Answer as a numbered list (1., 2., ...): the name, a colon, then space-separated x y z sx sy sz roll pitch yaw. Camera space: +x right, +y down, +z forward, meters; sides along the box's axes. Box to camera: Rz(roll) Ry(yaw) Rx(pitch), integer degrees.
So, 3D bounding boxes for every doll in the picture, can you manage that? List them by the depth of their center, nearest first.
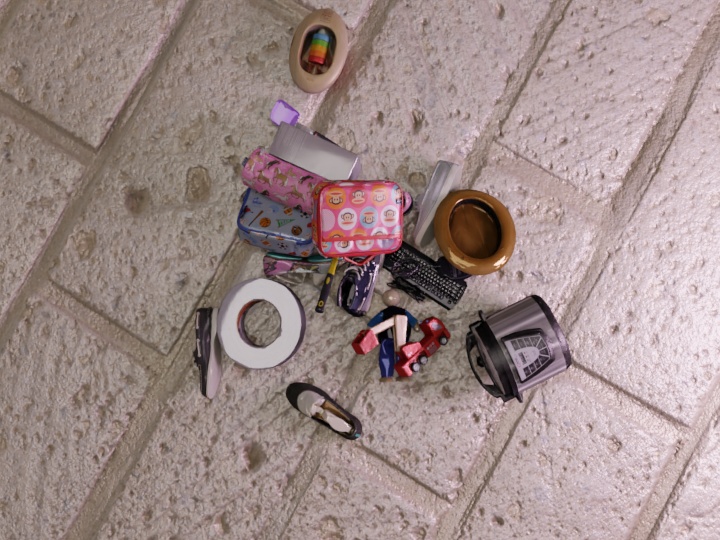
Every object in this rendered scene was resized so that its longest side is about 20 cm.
1. doll: 0.069 0.145 1.513 0.132 0.048 0.206 1 83 -11

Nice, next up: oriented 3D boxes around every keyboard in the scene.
1. keyboard: 0.137 0.019 1.525 0.197 0.040 0.106 32 88 7

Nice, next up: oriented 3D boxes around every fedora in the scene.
1. fedora: 0.245 -0.076 1.492 0.194 0.082 0.206 2 69 -5

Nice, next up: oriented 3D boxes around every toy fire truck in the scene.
1. toy fire truck: 0.091 0.149 1.466 0.199 0.049 0.143 -39 100 -22

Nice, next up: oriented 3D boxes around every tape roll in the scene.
1. tape roll: -0.224 0.120 1.534 0.194 0.066 0.207 0 86 4

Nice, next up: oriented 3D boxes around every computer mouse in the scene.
1. computer mouse: 0.162 -0.002 1.516 0.194 0.034 0.060 -1 67 -3

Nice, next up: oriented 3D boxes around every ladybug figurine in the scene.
1. ladybug figurine: -0.094 -0.505 1.571 0.132 0.072 0.205 17 87 5

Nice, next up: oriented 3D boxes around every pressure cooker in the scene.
1. pressure cooker: 0.325 0.170 1.432 0.196 0.180 0.178 -25 45 3

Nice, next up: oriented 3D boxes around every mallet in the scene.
1. mallet: -0.054 0.005 1.458 0.064 0.042 0.204 6 56 2

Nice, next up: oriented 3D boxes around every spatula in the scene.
1. spatula: -0.122 -0.326 1.584 0.197 0.021 0.057 33 87 6

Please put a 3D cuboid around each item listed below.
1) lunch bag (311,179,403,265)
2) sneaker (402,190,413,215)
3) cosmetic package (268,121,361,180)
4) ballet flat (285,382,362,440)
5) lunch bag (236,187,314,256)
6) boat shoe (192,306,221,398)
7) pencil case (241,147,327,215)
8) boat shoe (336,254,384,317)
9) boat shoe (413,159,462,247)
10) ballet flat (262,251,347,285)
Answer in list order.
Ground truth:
1. lunch bag: -0.008 -0.100 1.432 0.195 0.082 0.181 -5 105 -19
2. sneaker: 0.023 -0.140 1.526 0.195 0.082 0.072 -18 84 3
3. cosmetic package: -0.100 -0.250 1.534 0.196 0.107 0.092 22 85 4
4. ballet flat: -0.082 0.309 1.504 0.197 0.068 0.069 28 88 7
5. lunch bag: -0.180 -0.125 1.528 0.195 0.076 0.163 15 61 4
6. boat shoe: -0.351 0.185 1.535 0.058 0.074 0.206 1 82 5
7. pencil case: -0.162 -0.193 1.477 0.196 0.087 0.084 25 62 7
8. boat shoe: 0.000 0.000 1.505 0.073 0.092 0.206 8 86 21
9. boat shoe: 0.160 -0.153 1.531 0.070 0.070 0.205 25 89 26
10. ballet flat: -0.125 -0.004 1.538 0.194 0.069 0.073 1 103 1
